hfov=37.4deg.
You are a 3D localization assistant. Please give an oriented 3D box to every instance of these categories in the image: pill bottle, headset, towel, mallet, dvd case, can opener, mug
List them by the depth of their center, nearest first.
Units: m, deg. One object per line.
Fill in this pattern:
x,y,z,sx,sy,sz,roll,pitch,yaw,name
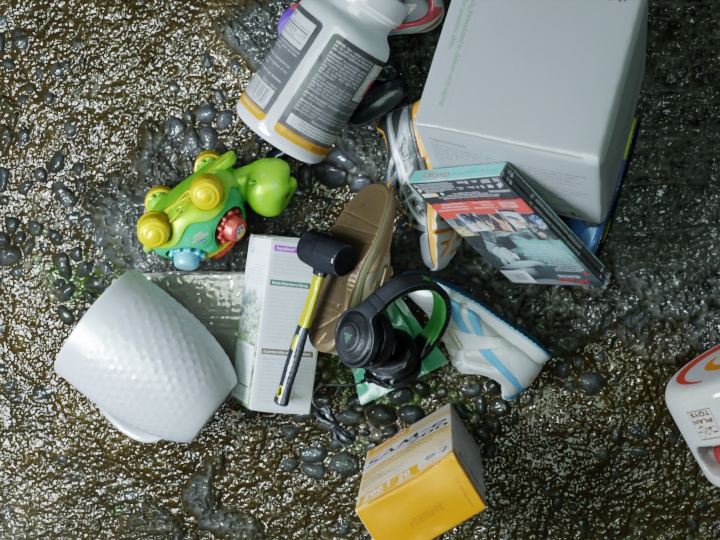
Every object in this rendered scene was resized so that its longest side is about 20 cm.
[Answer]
-0.039,-0.227,1.161,0.116,0.116,0.200,36,104,2,pill bottle
0.162,-0.046,1.163,0.200,0.146,0.022,42,67,-29,dvd case
0.026,0.096,1.169,0.200,0.123,0.094,-47,49,3,headset
-0.068,0.052,1.200,0.066,0.041,0.201,32,104,40,mallet
-0.248,0.125,1.239,0.175,0.148,0.200,37,129,0,mug
-0.037,-0.190,1.251,0.199,0.079,0.064,-21,101,17,can opener
-0.207,0.068,1.307,0.199,0.034,0.133,0,97,6,towel

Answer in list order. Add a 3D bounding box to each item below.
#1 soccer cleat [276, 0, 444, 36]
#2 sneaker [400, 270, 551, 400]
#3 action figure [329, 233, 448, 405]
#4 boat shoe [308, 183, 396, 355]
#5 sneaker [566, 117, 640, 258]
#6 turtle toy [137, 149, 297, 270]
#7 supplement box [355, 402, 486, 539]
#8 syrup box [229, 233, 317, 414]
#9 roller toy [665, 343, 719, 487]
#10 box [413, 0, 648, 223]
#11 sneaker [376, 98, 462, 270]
-0.003,-0.296,1.229,0.199,0.073,0.069,-5,96,7,soccer cleat
0.122,0.072,1.248,0.200,0.077,0.081,35,98,4,sneaker
0.011,0.044,1.269,0.118,0.055,0.201,-26,85,10,action figure
0.000,0.000,1.220,0.071,0.064,0.201,23,94,44,boat shoe
0.260,-0.091,1.227,0.078,0.066,0.201,16,96,16,sneaker
-0.170,-0.074,1.247,0.199,0.146,0.101,-33,111,8,turtle toy
0.069,0.234,1.206,0.126,0.200,0.074,-32,95,7,supplement box
-0.095,0.060,1.249,0.081,0.079,0.201,8,91,-25,syrup box
0.435,0.141,1.161,0.182,0.200,0.140,-29,91,14,roller toy
0.186,-0.186,1.126,0.199,0.171,0.200,14,76,17,box
0.071,-0.099,1.247,0.077,0.078,0.201,-4,98,32,sneaker
